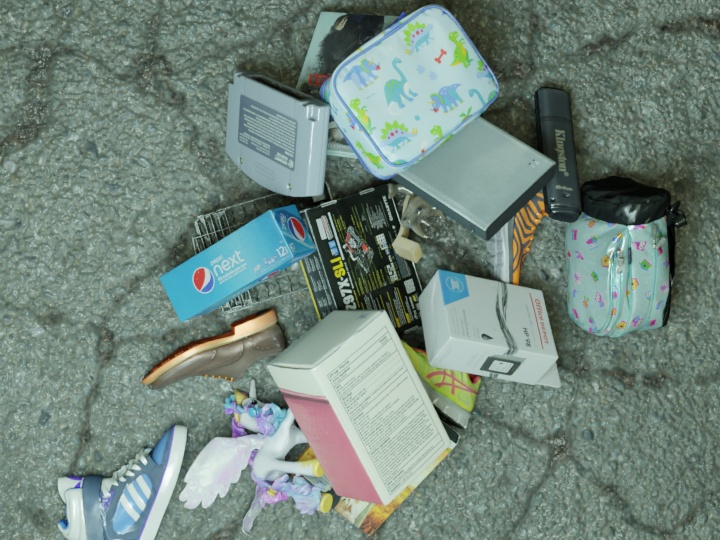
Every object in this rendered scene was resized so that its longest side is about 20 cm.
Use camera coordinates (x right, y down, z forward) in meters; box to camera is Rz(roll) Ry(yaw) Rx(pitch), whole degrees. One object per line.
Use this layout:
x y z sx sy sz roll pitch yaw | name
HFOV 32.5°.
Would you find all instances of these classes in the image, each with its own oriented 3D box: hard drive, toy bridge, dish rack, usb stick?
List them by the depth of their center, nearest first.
0.127 -0.137 1.573 0.200 0.033 0.139 35 65 27 | hard drive
0.263 -0.157 1.645 0.055 0.033 0.201 11 60 -21 | usb stick
-0.120 -0.031 1.659 0.199 0.055 0.154 -17 91 -1 | dish rack
0.102 -0.102 1.660 0.067 0.027 0.200 22 67 34 | toy bridge

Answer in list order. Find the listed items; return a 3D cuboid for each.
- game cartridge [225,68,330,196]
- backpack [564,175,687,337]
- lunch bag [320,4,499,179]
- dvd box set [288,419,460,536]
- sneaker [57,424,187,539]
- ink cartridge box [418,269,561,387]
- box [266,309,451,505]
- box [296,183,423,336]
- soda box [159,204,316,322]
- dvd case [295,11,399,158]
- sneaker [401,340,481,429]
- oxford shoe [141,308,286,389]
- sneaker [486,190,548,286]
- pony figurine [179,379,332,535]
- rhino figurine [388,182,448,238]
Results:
-0.108 -0.172 1.587 0.041 0.200 0.134 -15 120 -34 | game cartridge
0.344 -0.013 1.640 0.126 0.167 0.202 -7 107 -13 | backpack
0.060 -0.226 1.538 0.200 0.082 0.161 -38 92 -18 | lunch bag
0.016 0.245 1.640 0.146 0.029 0.200 39 116 -4 | dvd box set
-0.324 0.281 1.636 0.146 0.081 0.201 20 95 -8 | sneaker
0.184 0.078 1.620 0.199 0.067 0.116 11 47 -21 | ink cartridge box
-0.001 0.163 1.498 0.128 0.109 0.201 -37 110 -31 | box
0.000 0.000 1.624 0.159 0.049 0.201 -21 94 -41 | box
-0.157 -0.009 1.574 0.199 0.064 0.068 -29 86 28 | soda box
-0.016 -0.245 1.618 0.145 0.022 0.201 10 75 27 | dvd case
0.094 0.131 1.638 0.200 0.078 0.091 43 74 -44 | sneaker
-0.193 0.123 1.649 0.199 0.071 0.073 -24 97 -3 | oxford shoe
0.232 -0.063 1.668 0.111 0.078 0.202 -1 99 -12 | sneaker
-0.119 0.247 1.605 0.199 0.167 0.194 11 71 35 | pony figurine
0.079 -0.123 1.625 0.087 0.060 0.201 -3 52 -1 | rhino figurine
